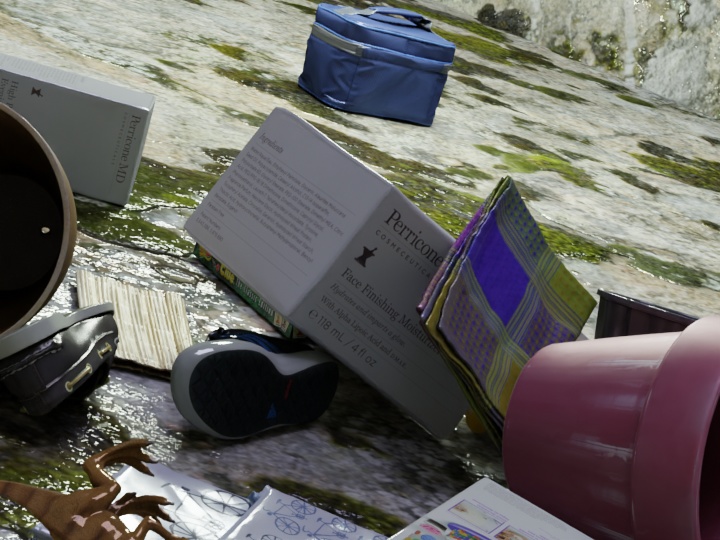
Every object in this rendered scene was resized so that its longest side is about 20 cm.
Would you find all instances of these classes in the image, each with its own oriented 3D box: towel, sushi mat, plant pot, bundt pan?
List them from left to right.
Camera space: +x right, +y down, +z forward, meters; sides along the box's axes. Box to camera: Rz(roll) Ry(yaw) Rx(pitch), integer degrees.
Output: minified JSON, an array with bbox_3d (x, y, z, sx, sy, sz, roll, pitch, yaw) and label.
[{"bbox_3d":[-0.287,-0.032,1.648,0.185,0.188,0.200,18,0,4],"label":"plant pot"},{"bbox_3d":[-0.178,0.043,1.767,0.095,0.012,0.200,13,16,-13],"label":"sushi mat"},{"bbox_3d":[0.113,0.033,1.679,0.023,0.144,0.200,-19,24,36],"label":"towel"},{"bbox_3d":[0.208,0.126,1.589,0.178,0.202,0.199,8,7,36],"label":"plant pot"},{"bbox_3d":[0.272,0.079,1.744,0.200,0.076,0.202,16,3,-1],"label":"bundt pan"}]

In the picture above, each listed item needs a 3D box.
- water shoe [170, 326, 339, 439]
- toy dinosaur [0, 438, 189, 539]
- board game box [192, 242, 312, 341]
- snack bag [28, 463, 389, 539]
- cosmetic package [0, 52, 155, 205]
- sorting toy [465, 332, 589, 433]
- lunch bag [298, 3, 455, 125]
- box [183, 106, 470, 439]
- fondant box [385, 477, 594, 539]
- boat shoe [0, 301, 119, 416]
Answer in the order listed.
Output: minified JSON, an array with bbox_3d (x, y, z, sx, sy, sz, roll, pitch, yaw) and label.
[{"bbox_3d":[-0.095,0.080,1.633,0.079,0.072,0.200,22,5,30],"label":"water shoe"},{"bbox_3d":[-0.165,0.142,1.295,0.199,0.061,0.106,27,38,23],"label":"toy dinosaur"},{"bbox_3d":[-0.062,0.018,1.973,0.104,0.024,0.200,5,19,-32],"label":"board game box"},{"bbox_3d":[-0.085,0.169,1.397,0.199,0.022,0.189,20,16,11],"label":"snack bag"},{"bbox_3d":[-0.304,-0.140,2.123,0.198,0.102,0.074,15,15,-5],"label":"cosmetic package"},{"bbox_3d":[0.162,0.083,1.853,0.179,0.107,0.201,24,27,-39],"label":"sorting toy"},{"bbox_3d":[0.031,-0.281,2.945,0.199,0.133,0.136,7,18,-32],"label":"lunch bag"},{"bbox_3d":[0.000,0.000,1.756,0.199,0.131,0.200,39,-1,-36],"label":"box"},{"bbox_3d":[0.094,0.206,1.368,0.144,0.059,0.200,29,17,17],"label":"fondant box"},{"bbox_3d":[-0.210,0.064,1.571,0.071,0.061,0.201,-26,-1,10],"label":"boat shoe"}]
